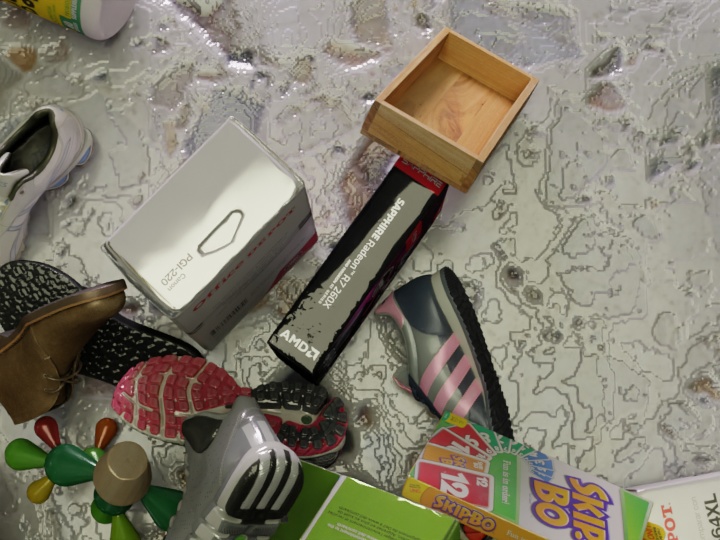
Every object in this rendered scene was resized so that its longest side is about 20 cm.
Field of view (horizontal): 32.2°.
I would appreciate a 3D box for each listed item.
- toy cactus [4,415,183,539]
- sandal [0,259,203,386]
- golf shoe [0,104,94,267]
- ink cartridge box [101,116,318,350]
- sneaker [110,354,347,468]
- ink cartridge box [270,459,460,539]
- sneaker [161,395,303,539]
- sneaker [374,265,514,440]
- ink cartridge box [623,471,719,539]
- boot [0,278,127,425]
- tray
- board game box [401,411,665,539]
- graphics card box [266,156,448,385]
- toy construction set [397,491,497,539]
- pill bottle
[{"bbox_3d":[-0.188,0.170,1.011,0.200,0.165,0.102,34,62,0],"label":"toy cactus"},{"bbox_3d":[-0.228,0.058,1.083,0.200,0.048,0.076,31,96,-9],"label":"sandal"},{"bbox_3d":[-0.315,-0.064,1.076,0.078,0.097,0.201,32,83,3],"label":"golf shoe"},{"bbox_3d":[-0.115,-0.022,1.016,0.085,0.200,0.146,43,83,7],"label":"ink cartridge box"},{"bbox_3d":[-0.112,0.131,1.048,0.199,0.075,0.081,14,53,2],"label":"sneaker"},{"bbox_3d":[-0.024,0.228,0.970,0.199,0.148,0.076,16,49,24],"label":"ink cartridge box"},{"bbox_3d":[-0.116,0.178,0.946,0.200,0.075,0.116,-56,41,22],"label":"sneaker"},{"bbox_3d":[0.075,0.103,1.074,0.082,0.070,0.201,-20,81,18],"label":"sneaker"},{"bbox_3d":[0.328,0.236,1.033,0.199,0.084,0.147,-10,80,-2],"label":"ink cartridge box"},{"bbox_3d":[-0.233,0.064,0.980,0.073,0.200,0.076,-17,80,-45],"label":"boot"},{"bbox_3d":[0.079,-0.139,1.052,0.098,0.200,0.037,31,124,4],"label":"tray"},{"bbox_3d":[0.140,0.182,0.971,0.199,0.096,0.030,25,123,10],"label":"board game box"},{"bbox_3d":[0.000,0.000,1.051,0.051,0.125,0.200,36,81,5],"label":"graphics card box"},{"bbox_3d":[0.102,0.245,1.016,0.200,0.092,0.131,37,127,5],"label":"toy construction set"},{"bbox_3d":[-0.297,-0.291,1.105,0.199,0.113,0.113,23,81,3],"label":"pill bottle"}]
